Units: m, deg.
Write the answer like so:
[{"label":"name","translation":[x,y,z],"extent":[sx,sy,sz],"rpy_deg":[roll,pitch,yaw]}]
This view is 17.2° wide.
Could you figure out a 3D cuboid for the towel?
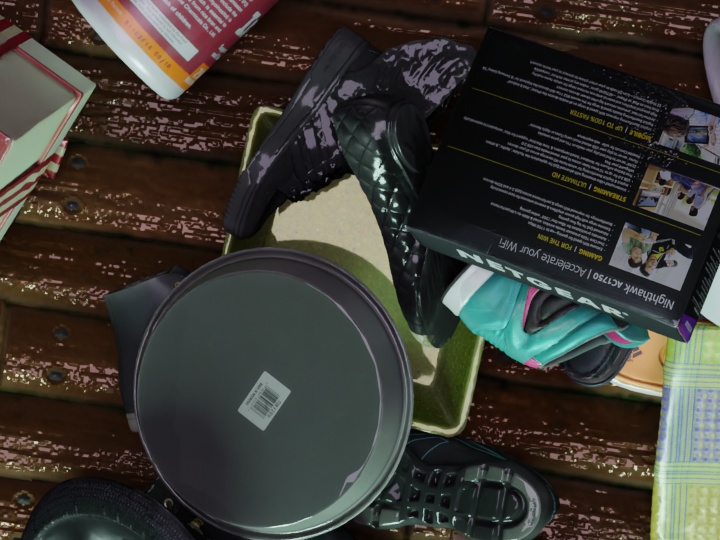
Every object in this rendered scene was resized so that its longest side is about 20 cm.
[{"label":"towel","translation":[0.279,0.127,1.681],"extent":[0.142,0.023,0.202],"rpy_deg":[1,116,5]}]

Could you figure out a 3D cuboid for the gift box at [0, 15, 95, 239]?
[{"label":"gift box","translation":[-0.321,-0.092,1.664],"extent":[0.184,0.187,0.200],"rpy_deg":[40,113,-1]}]

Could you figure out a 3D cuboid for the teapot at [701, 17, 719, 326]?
[{"label":"teapot","translation":[0.295,-0.059,1.616],"extent":[0.199,0.147,0.198],"rpy_deg":[18,53,20]}]

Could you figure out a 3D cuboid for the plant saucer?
[{"label":"plant saucer","translation":[0.000,0.000,1.714],"extent":[0.198,0.048,0.202],"rpy_deg":[13,93,3]}]

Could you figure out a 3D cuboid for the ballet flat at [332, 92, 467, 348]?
[{"label":"ballet flat","translation":[0.032,-0.035,1.636],"extent":[0.056,0.066,0.201],"rpy_deg":[8,127,35]}]

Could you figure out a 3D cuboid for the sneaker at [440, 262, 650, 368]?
[{"label":"sneaker","translation":[0.165,-0.006,1.617],"extent":[0.200,0.084,0.121],"rpy_deg":[-43,82,2]}]

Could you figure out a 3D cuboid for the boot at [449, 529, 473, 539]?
[{"label":"boot","translation":[0.107,0.290,1.709],"extent":[0.106,0.075,0.202],"rpy_deg":[6,91,-2]}]

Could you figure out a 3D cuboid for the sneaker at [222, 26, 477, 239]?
[{"label":"sneaker","translation":[-0.005,-0.089,1.657],"extent":[0.104,0.060,0.201],"rpy_deg":[32,91,5]}]

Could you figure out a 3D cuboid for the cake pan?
[{"label":"cake pan","translation":[-0.064,0.086,1.606],"extent":[0.198,0.037,0.202],"rpy_deg":[1,93,12]}]

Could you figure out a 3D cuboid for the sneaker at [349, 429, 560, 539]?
[{"label":"sneaker","translation":[0.050,0.153,1.709],"extent":[0.198,0.079,0.076],"rpy_deg":[16,99,23]}]

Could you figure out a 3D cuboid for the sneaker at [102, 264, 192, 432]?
[{"label":"sneaker","translation":[-0.081,0.039,1.657],"extent":[0.198,0.075,0.107],"rpy_deg":[-15,94,5]}]

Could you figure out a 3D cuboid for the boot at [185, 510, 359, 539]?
[{"label":"boot","translation":[-0.085,0.232,1.699],"extent":[0.203,0.074,0.154],"rpy_deg":[-35,100,9]}]

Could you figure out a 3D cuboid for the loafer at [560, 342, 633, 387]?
[{"label":"loafer","translation":[0.175,-0.019,1.688],"extent":[0.071,0.063,0.202],"rpy_deg":[15,88,23]}]

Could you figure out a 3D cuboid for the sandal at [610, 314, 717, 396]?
[{"label":"sandal","translation":[0.269,0.069,1.696],"extent":[0.205,0.059,0.080],"rpy_deg":[3,93,3]}]

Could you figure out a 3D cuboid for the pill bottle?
[{"label":"pill bottle","translation":[-0.101,-0.227,1.678],"extent":[0.200,0.113,0.113],"rpy_deg":[-43,90,4]}]

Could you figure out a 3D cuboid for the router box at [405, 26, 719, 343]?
[{"label":"router box","translation":[0.148,-0.058,1.561],"extent":[0.199,0.051,0.150],"rpy_deg":[21,82,19]}]

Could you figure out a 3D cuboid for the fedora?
[{"label":"fedora","translation":[-0.145,0.226,1.632],"extent":[0.199,0.091,0.203],"rpy_deg":[8,102,38]}]

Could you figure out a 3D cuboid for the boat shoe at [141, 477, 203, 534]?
[{"label":"boat shoe","translation":[-0.148,0.191,1.724],"extent":[0.200,0.057,0.069],"rpy_deg":[-39,90,4]}]
